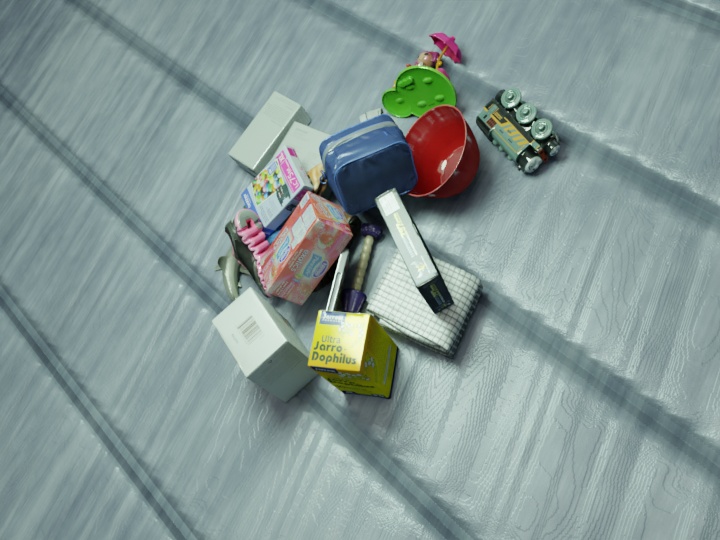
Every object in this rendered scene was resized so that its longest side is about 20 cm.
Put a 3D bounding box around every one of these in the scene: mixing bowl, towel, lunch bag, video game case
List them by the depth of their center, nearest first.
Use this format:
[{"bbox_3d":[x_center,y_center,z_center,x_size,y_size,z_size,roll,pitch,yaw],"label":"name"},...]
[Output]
[{"bbox_3d":[0.129,0.063,1.417,0.197,0.086,0.168,22,78,26],"label":"towel"},{"bbox_3d":[-0.056,0.072,1.450,0.018,0.144,0.205,13,71,2],"label":"video game case"},{"bbox_3d":[0.006,-0.222,1.462,0.196,0.138,0.134,-22,44,-4],"label":"lunch bag"},{"bbox_3d":[0.180,-0.234,1.495,0.198,0.107,0.205,-25,55,41],"label":"mixing bowl"}]

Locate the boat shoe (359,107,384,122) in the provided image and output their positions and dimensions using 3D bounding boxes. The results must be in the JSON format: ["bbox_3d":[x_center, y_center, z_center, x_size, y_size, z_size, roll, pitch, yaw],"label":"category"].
[{"bbox_3d":[0.052,-0.294,1.608,0.064,0.074,0.204,-25,62,13],"label":"boat shoe"}]

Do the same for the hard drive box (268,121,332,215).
[{"bbox_3d":[-0.135,-0.229,1.649,0.154,0.077,0.203,25,78,28],"label":"hard drive box"}]

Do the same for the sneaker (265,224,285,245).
[{"bbox_3d":[-0.143,-0.072,1.562,0.198,0.065,0.080,-24,59,40],"label":"sneaker"}]

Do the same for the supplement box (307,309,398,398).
[{"bbox_3d":[-0.009,0.165,1.354,0.106,0.200,0.112,2,67,21],"label":"supplement box"}]

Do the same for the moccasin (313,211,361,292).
[{"bbox_3d":[-0.076,-0.044,1.547,0.077,0.073,0.205,19,79,42],"label":"moccasin"}]

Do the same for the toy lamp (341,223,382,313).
[{"bbox_3d":[0.000,0.000,1.508,0.057,0.058,0.205,5,69,22],"label":"toy lamp"}]

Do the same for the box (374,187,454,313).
[{"bbox_3d":[0.103,-0.035,1.327,0.050,0.158,0.203,-27,64,8],"label":"box"}]

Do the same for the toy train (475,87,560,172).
[{"bbox_3d":[0.337,-0.299,1.503,0.114,0.085,0.202,-42,61,12],"label":"toy train"}]

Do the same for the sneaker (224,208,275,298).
[{"bbox_3d":[-0.239,-0.031,1.550,0.094,0.079,0.204,-18,97,40],"label":"sneaker"}]

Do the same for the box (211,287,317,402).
[{"bbox_3d":[-0.186,0.155,1.426,0.106,0.201,0.153,-39,59,-2],"label":"box"}]

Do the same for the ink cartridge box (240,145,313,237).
[{"bbox_3d":[-0.198,-0.166,1.567,0.200,0.041,0.121,-44,60,28],"label":"ink cartridge box"}]

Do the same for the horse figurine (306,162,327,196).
[{"bbox_3d":[-0.057,-0.196,1.557,0.195,0.050,0.136,-10,72,-7],"label":"horse figurine"}]

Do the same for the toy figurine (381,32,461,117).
[{"bbox_3d":[0.158,-0.465,1.636,0.197,0.150,0.187,-9,47,44],"label":"toy figurine"}]

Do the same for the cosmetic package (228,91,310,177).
[{"bbox_3d":[-0.223,-0.330,1.731,0.101,0.074,0.202,32,83,29],"label":"cosmetic package"}]

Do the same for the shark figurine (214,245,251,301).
[{"bbox_3d":[-0.293,0.011,1.599,0.125,0.090,0.219,-19,60,13],"label":"shark figurine"}]

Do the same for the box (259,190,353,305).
[{"bbox_3d":[-0.113,-0.043,1.438,0.201,0.093,0.104,-53,35,24],"label":"box"}]
